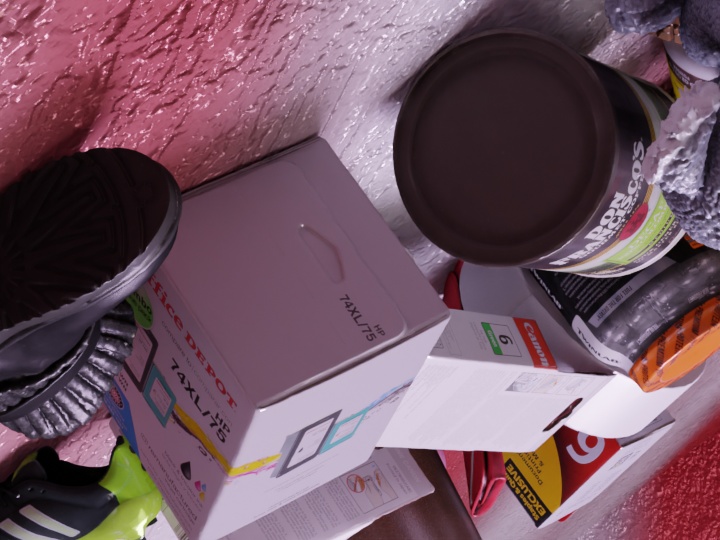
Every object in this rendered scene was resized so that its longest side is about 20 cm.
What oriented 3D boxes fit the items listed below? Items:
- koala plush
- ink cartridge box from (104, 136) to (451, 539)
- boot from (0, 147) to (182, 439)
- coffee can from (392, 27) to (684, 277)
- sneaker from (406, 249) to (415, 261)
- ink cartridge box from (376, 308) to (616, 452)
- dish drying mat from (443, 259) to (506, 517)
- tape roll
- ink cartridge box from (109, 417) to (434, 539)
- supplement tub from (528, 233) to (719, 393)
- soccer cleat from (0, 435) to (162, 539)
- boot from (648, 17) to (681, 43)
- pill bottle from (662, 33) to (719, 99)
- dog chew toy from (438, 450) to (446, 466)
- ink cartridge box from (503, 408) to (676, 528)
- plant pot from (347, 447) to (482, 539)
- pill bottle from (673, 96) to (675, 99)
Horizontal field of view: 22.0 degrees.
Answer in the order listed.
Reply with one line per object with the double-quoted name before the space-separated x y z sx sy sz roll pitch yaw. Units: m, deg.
"koala plush" 0.235 -0.096 1.098 0.184 0.177 0.200 -13 -138 46
"ink cartridge box" -0.063 0.047 1.161 0.146 0.147 0.200 -25 158 -28
"boot" -0.157 0.016 1.017 0.211 0.080 0.158 -30 157 18
"coffee can" 0.128 -0.071 1.212 0.146 0.146 0.200 -42 162 19
"sneaker" 0.000 0.000 1.298 0.080 0.076 0.200 -39 171 -13
"ink cartridge box" 0.081 0.082 1.355 0.200 0.050 0.109 7 138 -41
"dish drying mat" 0.088 0.092 1.490 0.018 0.200 0.077 -2 149 -10
"tape roll" 0.178 0.033 1.475 0.202 0.203 0.071 -13 152 -50
"ink cartridge box" -0.064 0.139 1.365 0.200 0.161 0.050 -18 157 -45
"supplement tub" 0.188 -0.017 1.368 0.122 0.200 0.123 -31 161 -12
"soccer cleat" -0.237 0.172 1.302 0.200 0.081 0.068 -19 -164 10
"boot" 0.259 -0.217 1.199 0.075 0.107 0.200 35 143 -32
"pill bottle" 0.282 -0.127 1.332 0.109 0.109 0.200 -34 143 -5
"dog chew toy" 0.014 0.203 1.743 0.125 0.125 0.200 -47 166 31
"ink cartridge box" 0.141 0.110 1.596 0.084 0.200 0.176 -18 154 -44
"plant pot" -0.010 0.185 1.502 0.200 0.198 0.200 -29 164 -10
"pill bottle" 0.300 -0.105 1.492 0.200 0.114 0.114 -34 162 -5
